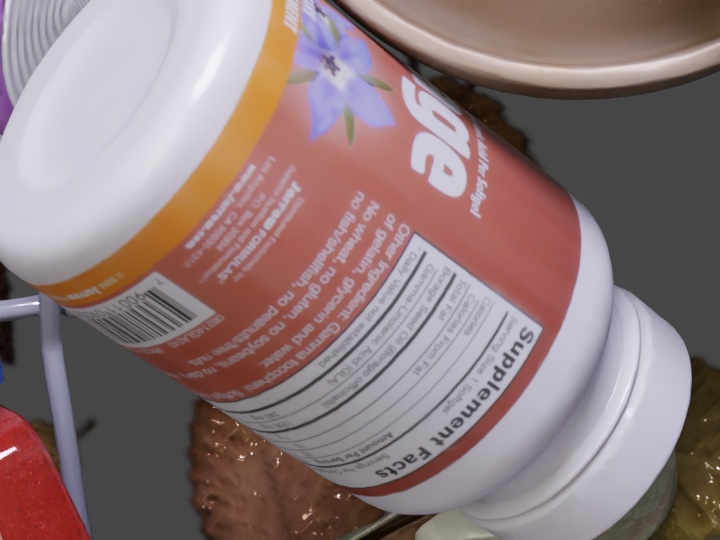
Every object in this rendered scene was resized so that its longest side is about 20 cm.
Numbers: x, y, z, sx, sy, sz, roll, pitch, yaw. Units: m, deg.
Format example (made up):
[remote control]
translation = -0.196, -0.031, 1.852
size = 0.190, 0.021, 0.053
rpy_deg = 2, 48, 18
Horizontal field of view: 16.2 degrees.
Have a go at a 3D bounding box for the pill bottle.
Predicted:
[pill bottle]
translation = 0.000, 0.000, 0.736
size = 0.112, 0.200, 0.112
rpy_deg = -37, 34, 30

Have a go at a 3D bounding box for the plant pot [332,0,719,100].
[plant pot]
translation = 0.062, -0.146, 0.746
size = 0.201, 0.093, 0.201
rpy_deg = 0, 86, 0

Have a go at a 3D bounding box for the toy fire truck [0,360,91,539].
[toy fire truck]
translation = -0.127, 0.081, 0.747
size = 0.200, 0.112, 0.168
rpy_deg = 21, 132, 53

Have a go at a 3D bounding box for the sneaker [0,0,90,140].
[sneaker]
translation = -0.119, -0.057, 0.873
size = 0.100, 0.200, 0.075
rpy_deg = 16, 53, 40

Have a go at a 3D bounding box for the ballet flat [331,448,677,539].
[ballet flat]
translation = 0.014, 0.102, 0.837
size = 0.200, 0.062, 0.067
rpy_deg = -36, 66, 2

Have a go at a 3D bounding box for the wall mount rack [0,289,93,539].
[wall mount rack]
translation = -0.044, 0.020, 0.845
size = 0.075, 0.200, 0.174
rpy_deg = -117, 23, -48
